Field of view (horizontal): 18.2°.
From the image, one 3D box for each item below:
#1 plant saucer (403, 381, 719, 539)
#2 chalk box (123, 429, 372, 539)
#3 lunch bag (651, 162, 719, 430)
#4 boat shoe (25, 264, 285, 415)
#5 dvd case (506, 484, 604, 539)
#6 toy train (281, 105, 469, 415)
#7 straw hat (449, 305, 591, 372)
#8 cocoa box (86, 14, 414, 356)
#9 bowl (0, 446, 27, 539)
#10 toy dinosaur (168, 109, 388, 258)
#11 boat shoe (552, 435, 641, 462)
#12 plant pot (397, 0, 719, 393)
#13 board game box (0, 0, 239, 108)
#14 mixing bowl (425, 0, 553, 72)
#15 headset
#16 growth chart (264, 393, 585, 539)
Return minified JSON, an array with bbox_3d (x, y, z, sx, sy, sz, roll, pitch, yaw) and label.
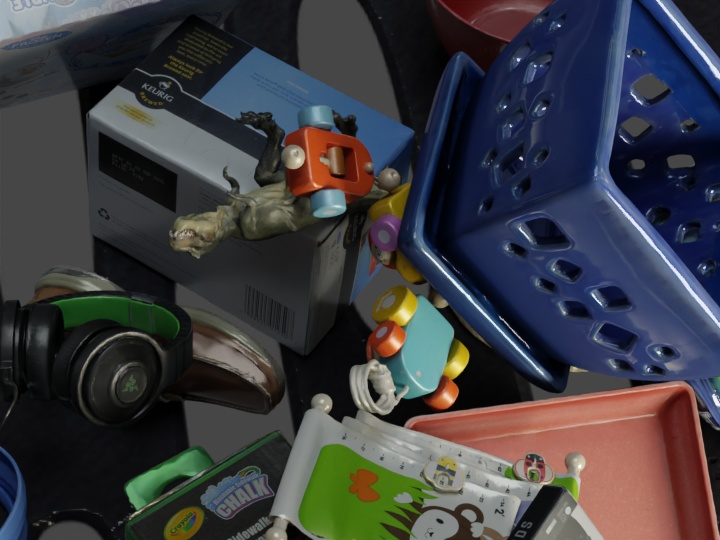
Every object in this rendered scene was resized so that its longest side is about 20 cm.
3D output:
[{"bbox_3d":[0.133,0.183,1.449,0.198,0.037,0.201,-7,81,-12],"label":"plant saucer"},{"bbox_3d":[-0.069,0.198,1.403,0.124,0.124,0.200,-28,58,-26],"label":"chalk box"},{"bbox_3d":[0.268,0.035,1.561,0.082,0.161,0.201,-27,51,20],"label":"lunch bag"},{"bbox_3d":[-0.147,0.064,1.542,0.199,0.076,0.072,17,54,19],"label":"boat shoe"},{"bbox_3d":[0.128,0.250,1.341,0.025,0.200,0.151,3,48,49],"label":"dvd case"},{"bbox_3d":[0.000,0.000,1.443,0.150,0.055,0.202,3,72,-49],"label":"toy train"},{"bbox_3d":[0.157,-0.029,1.641,0.199,0.085,0.202,4,51,-5],"label":"straw hat"},{"bbox_3d":[-0.080,-0.063,1.609,0.199,0.134,0.131,29,53,16],"label":"cocoa box"},{"bbox_3d":[-0.302,0.173,1.397,0.199,0.040,0.201,-11,29,6],"label":"bowl"},{"bbox_3d":[-0.039,-0.061,1.481,0.198,0.089,0.047,-8,18,-21],"label":"toy dinosaur"},{"bbox_3d":[0.093,0.145,1.511,0.198,0.072,0.065,-7,16,-11],"label":"boat shoe"},{"bbox_3d":[0.144,-0.046,1.448,0.179,0.200,0.201,-19,41,35],"label":"plant pot"},{"bbox_3d":[-0.194,-0.180,1.653,0.199,0.199,0.044,-17,84,-20],"label":"board game box"},{"bbox_3d":[0.135,-0.208,1.772,0.198,0.109,0.201,4,49,-4],"label":"mixing bowl"},{"bbox_3d":[-0.188,0.072,1.432,0.123,0.095,0.200,12,23,25],"label":"headset"},{"bbox_3d":[0.043,0.146,1.378,0.198,0.018,0.145,15,44,-8],"label":"growth chart"}]
